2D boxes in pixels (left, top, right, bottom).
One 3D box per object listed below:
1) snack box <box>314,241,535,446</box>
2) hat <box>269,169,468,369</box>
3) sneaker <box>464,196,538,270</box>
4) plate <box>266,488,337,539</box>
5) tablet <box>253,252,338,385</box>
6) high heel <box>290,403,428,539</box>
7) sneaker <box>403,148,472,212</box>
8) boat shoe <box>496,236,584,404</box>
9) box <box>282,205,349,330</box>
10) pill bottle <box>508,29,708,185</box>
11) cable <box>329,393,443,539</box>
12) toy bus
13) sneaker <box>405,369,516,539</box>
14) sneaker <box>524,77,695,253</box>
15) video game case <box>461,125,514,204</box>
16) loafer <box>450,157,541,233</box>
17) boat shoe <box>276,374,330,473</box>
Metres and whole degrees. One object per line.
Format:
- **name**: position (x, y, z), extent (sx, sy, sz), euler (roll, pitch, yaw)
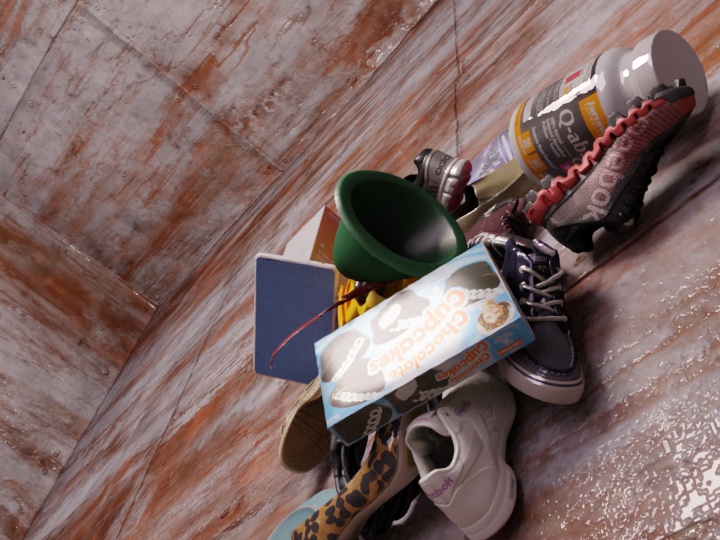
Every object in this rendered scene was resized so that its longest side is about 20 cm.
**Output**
- **snack box**: position (0.052, 0.066, 0.659), extent (0.199, 0.037, 0.117), euler (-32, 35, 12)
- **hat**: position (0.000, 0.000, 0.828), extent (0.176, 0.198, 0.167), euler (-55, 41, 36)
- **sneaker**: position (0.182, -0.047, 0.840), extent (0.116, 0.076, 0.200), euler (-47, 19, -14)
- **plate**: position (-0.081, 0.337, 0.806), extent (0.200, 0.026, 0.201), euler (-44, 20, 20)
- **tablet**: position (-0.099, 0.077, 1.055), extent (0.014, 0.129, 0.202), euler (-52, -31, -64)
- **high heel**: position (-0.006, 0.186, 0.686), extent (0.141, 0.071, 0.202), euler (-6, 71, 32)
- **sneaker**: position (0.096, -0.100, 1.034), extent (0.074, 0.087, 0.201), euler (-43, -20, -36)
- **boat shoe**: position (0.163, 0.036, 0.660), extent (0.200, 0.074, 0.094), euler (-100, 14, -68)
- **box**: position (-0.048, 0.016, 1.151), extent (0.106, 0.152, 0.201), euler (-43, 20, 26)
- **pill bottle**: position (0.273, -0.177, 0.796), extent (0.200, 0.116, 0.117), euler (-25, 30, 55)
- **cable**: position (0.030, 0.190, 0.761), extent (0.163, 0.051, 0.201), euler (-30, 40, 35)
- **toy bus**: position (0.026, 0.062, 0.939), extent (0.193, 0.135, 0.200), euler (-58, 16, 23)
- **sneaker**: position (0.091, 0.140, 0.645), extent (0.075, 0.099, 0.201), euler (-45, 17, 25)
- **sneaker**: position (0.259, -0.093, 0.699), extent (0.071, 0.098, 0.201), euler (-8, -32, -52)
- **video game case**: position (0.227, -0.182, 1.083), extent (0.200, 0.019, 0.143), euler (-45, 18, 24)
- **loafer**: position (0.180, -0.101, 0.955), extent (0.200, 0.067, 0.076), euler (-51, 17, 1)
- **boat shoe**: position (-0.059, 0.200, 0.964), extent (0.063, 0.073, 0.200), euler (-43, 8, 41)
